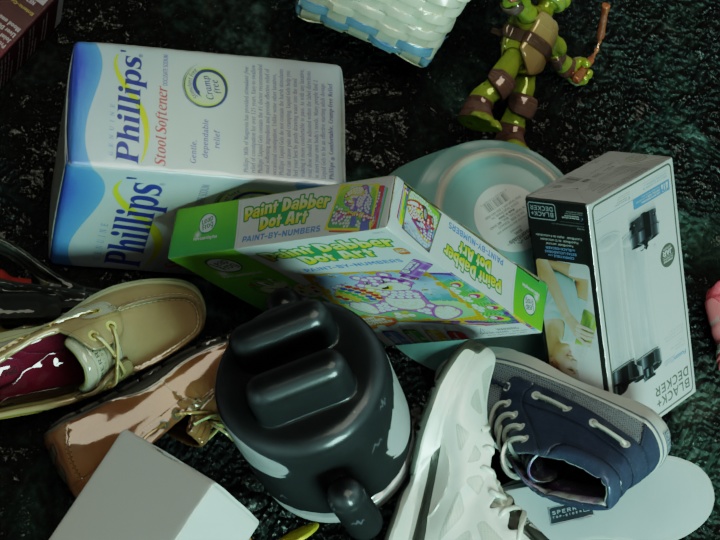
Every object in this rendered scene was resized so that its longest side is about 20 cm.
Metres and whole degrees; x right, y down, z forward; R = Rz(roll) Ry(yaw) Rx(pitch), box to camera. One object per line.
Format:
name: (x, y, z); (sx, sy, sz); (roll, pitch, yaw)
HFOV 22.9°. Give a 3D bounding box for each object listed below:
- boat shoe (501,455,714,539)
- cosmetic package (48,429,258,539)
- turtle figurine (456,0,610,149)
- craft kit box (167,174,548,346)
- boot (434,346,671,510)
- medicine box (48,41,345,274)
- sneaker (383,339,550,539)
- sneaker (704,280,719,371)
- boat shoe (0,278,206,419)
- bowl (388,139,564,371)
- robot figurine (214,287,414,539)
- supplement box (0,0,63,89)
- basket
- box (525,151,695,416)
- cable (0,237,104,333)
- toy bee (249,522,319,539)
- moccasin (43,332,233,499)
boat shoe: (0.170, 0.182, 1.361); (0.200, 0.066, 0.072); (-12, 93, -15)
cosmetic package: (-0.169, 0.221, 1.210); (0.102, 0.074, 0.200); (26, 75, 38)
turtle figurine: (0.134, -0.185, 1.473); (0.064, 0.200, 0.161); (18, 77, 30)
craft kit box: (0.000, 0.000, 1.277); (0.197, 0.200, 0.049); (35, 58, -44)
boot: (0.123, 0.116, 1.319); (0.200, 0.073, 0.090); (14, 29, 34)
medicine box: (-0.127, -0.077, 1.330); (0.200, 0.182, 0.103); (3, 67, -12)
sneaker: (0.091, 0.156, 1.266); (0.115, 0.076, 0.201); (15, 79, 12)
sneaker: (0.377, 0.023, 1.474); (0.200, 0.074, 0.087); (-13, 70, -18)
boat shoe: (-0.202, 0.064, 1.295); (0.200, 0.066, 0.074); (-21, 112, -11)
bowl: (0.100, -0.024, 1.408); (0.200, 0.105, 0.201); (5, 67, -11)
robot figurine: (-0.028, 0.098, 1.245); (0.125, 0.200, 0.150); (13, 64, 20)
supplement box: (-0.334, -0.173, 1.388); (0.109, 0.061, 0.200); (35, 65, 2)
basket: (0.035, -0.285, 1.446); (0.176, 0.200, 0.139); (25, 38, -3)
box: (0.194, 0.021, 1.360); (0.117, 0.060, 0.200); (-27, 116, -42)
cable: (-0.232, 0.025, 1.349); (0.200, 0.050, 0.097); (3, 68, -24)
toy bee: (-0.070, 0.226, 1.260); (0.200, 0.109, 0.131); (36, 62, 3)
moccasin: (-0.132, 0.105, 1.315); (0.201, 0.074, 0.078); (-29, 86, -26)
